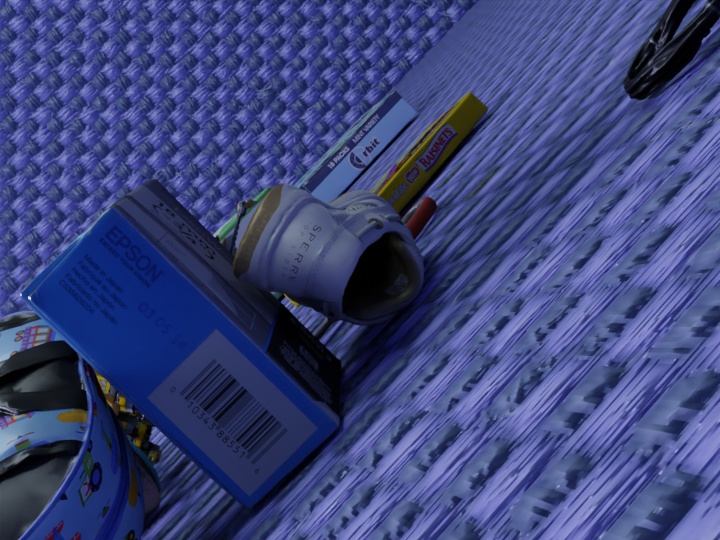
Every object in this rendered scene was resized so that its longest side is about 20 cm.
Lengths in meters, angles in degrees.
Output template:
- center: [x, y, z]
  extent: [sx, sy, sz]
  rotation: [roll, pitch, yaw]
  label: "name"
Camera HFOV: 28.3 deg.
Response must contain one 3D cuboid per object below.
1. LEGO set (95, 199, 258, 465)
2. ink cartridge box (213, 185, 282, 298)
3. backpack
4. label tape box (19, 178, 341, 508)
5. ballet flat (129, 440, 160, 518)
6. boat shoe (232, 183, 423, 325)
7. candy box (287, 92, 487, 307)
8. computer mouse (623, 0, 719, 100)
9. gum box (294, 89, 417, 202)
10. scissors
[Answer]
- center: [-0.109, 0.055, 0.918]
  extent: [0.200, 0.116, 0.154]
  rotation: [104, -177, -61]
  label: "LEGO set"
- center: [-0.134, 0.014, 1.402]
  extent: [0.146, 0.084, 0.200]
  rotation: [-48, 7, -20]
  label: "ink cartridge box"
- center: [-0.185, 0.124, 0.672]
  extent: [0.200, 0.135, 0.183]
  rotation: [-35, 36, 6]
  label: "backpack"
- center: [-0.081, 0.025, 0.730]
  extent: [0.063, 0.144, 0.200]
  rotation: [-45, 7, 6]
  label: "label tape box"
- center: [-0.170, 0.151, 0.907]
  extent: [0.067, 0.068, 0.200]
  rotation: [-52, -2, -21]
  label: "ballet flat"
- center: [0.000, 0.000, 0.756]
  extent: [0.071, 0.069, 0.200]
  rotation: [-66, -16, 9]
  label: "boat shoe"
- center: [0.019, -0.057, 1.139]
  extent: [0.200, 0.026, 0.102]
  rotation: [-49, 4, -31]
  label: "candy box"
- center: [0.182, -0.134, 0.607]
  extent: [0.200, 0.034, 0.059]
  rotation: [-46, 21, 48]
  label: "computer mouse"
- center: [-0.020, -0.142, 1.837]
  extent: [0.170, 0.045, 0.200]
  rotation: [-46, 6, -12]
  label: "gum box"
- center: [-0.005, 0.014, 0.904]
  extent: [0.073, 0.014, 0.200]
  rotation: [-38, 8, 38]
  label: "scissors"
